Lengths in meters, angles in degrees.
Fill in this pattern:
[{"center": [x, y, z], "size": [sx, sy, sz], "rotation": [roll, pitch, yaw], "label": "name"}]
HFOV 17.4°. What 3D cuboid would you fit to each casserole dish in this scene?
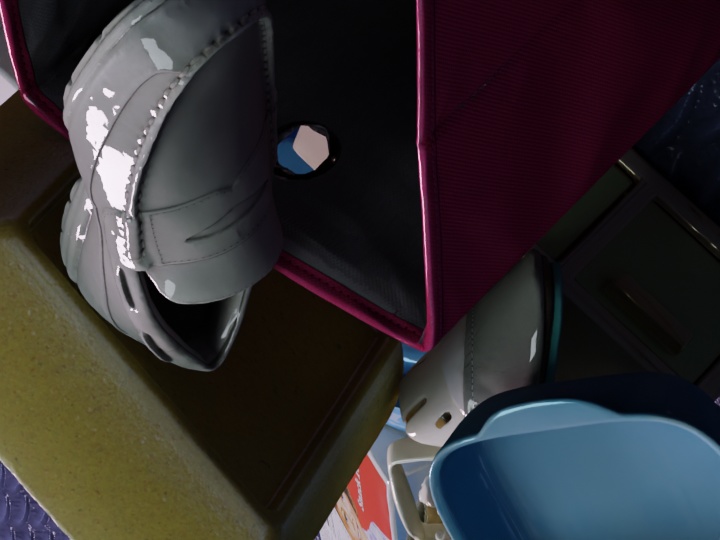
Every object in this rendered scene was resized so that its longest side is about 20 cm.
[{"center": [0.104, 0.104, 0.876], "size": [0.120, 0.039, 0.201], "rotation": [-9, 130, 26], "label": "casserole dish"}]

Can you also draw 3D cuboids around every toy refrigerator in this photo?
[{"center": [0.074, -0.020, 0.948], "size": [0.200, 0.076, 0.070], "rotation": [44, 150, 8], "label": "toy refrigerator"}]

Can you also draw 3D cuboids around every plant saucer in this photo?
[{"center": [-0.065, 0.016, 0.859], "size": [0.048, 0.200, 0.200], "rotation": [-34, 102, 32], "label": "plant saucer"}]

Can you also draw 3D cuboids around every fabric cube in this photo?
[{"center": [0.008, -0.137, 0.771], "size": [0.195, 0.199, 0.201], "rotation": [30, 146, 26], "label": "fabric cube"}]

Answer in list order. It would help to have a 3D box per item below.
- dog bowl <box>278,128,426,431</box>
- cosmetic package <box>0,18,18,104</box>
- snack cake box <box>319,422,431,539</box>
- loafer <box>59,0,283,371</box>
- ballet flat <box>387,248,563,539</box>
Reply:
[{"center": [0.000, 0.000, 1.043], "size": [0.199, 0.112, 0.050], "rotation": [32, 160, 26], "label": "dog bowl"}, {"center": [-0.147, -0.071, 1.151], "size": [0.090, 0.107, 0.201], "rotation": [40, 148, 13], "label": "cosmetic package"}, {"center": [0.024, 0.106, 1.128], "size": [0.201, 0.067, 0.115], "rotation": [83, 161, -50], "label": "snack cake box"}, {"center": [-0.049, -0.027, 0.707], "size": [0.070, 0.070, 0.200], "rotation": [48, 160, 11], "label": "loafer"}, {"center": [0.042, 0.067, 0.934], "size": [0.063, 0.068, 0.201], "rotation": [2, 141, 1], "label": "ballet flat"}]
